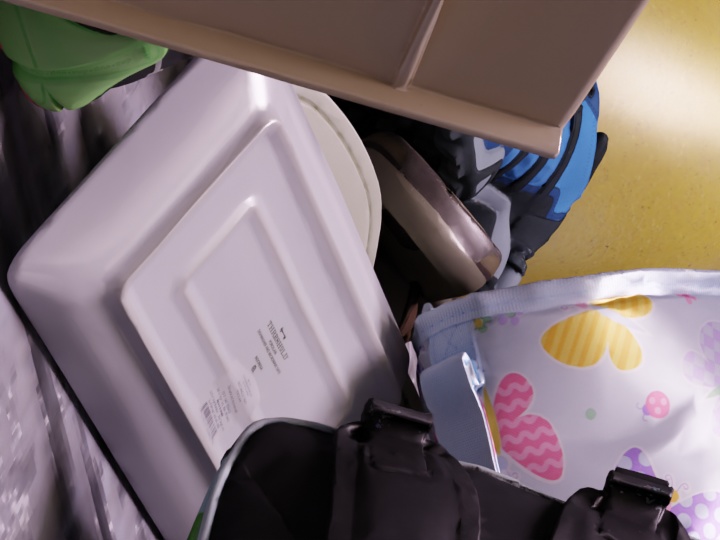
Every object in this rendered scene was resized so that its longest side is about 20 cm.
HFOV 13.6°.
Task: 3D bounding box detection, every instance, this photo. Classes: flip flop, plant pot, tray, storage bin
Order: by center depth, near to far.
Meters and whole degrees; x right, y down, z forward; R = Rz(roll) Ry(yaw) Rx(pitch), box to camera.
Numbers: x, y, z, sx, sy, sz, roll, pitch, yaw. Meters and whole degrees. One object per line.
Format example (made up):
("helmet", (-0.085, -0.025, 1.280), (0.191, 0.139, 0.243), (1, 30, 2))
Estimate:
("storage bin", (-0.017, -0.154, 0.776), (0.094, 0.198, 0.201), (121, -22, -46))
("tray", (-0.033, 0.019, 0.895), (0.107, 0.022, 0.200), (-48, 148, -17))
("flip flop", (0.000, 0.000, 1.064), (0.081, 0.058, 0.200), (43, -10, -5))
("plant pot", (0.103, -0.064, 1.258), (0.200, 0.141, 0.201), (-168, -90, -78))

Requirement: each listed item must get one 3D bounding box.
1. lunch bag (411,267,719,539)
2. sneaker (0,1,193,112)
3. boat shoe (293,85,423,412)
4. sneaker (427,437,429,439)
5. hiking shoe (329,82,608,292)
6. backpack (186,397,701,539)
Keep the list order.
("lunch bag", (0.095, 0.090, 1.003), (0.200, 0.127, 0.171), (0, 71, -53))
("sneaker", (-0.057, -0.127, 0.866), (0.077, 0.083, 0.201), (69, 18, -52))
("boat shoe", (-0.031, 0.002, 0.978), (0.074, 0.066, 0.200), (-44, 143, -16))
("sneaker", (0.069, 0.143, 1.354), (0.115, 0.072, 0.201), (-80, 160, -47))
("hiking shoe", (0.041, -0.063, 1.065), (0.087, 0.074, 0.200), (-48, 161, -10))
("backpack", (0.013, 0.156, 0.804), (0.200, 0.177, 0.151), (-80, -171, -54))
